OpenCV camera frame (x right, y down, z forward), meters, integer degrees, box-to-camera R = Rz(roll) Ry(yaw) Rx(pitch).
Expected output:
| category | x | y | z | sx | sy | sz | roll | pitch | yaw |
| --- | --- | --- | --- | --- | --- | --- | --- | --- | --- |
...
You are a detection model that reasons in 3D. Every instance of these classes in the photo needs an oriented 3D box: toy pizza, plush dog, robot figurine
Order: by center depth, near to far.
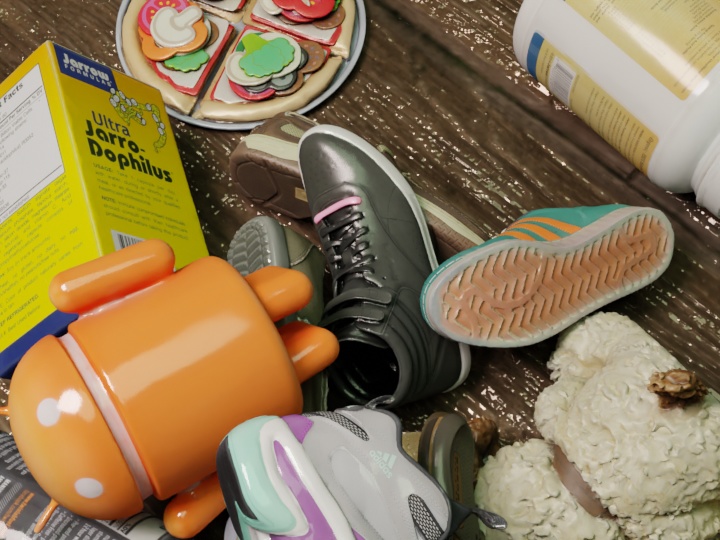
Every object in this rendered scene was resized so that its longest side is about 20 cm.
| category | x | y | z | sx | sy | sz | roll | pitch | yaw |
| --- | --- | --- | --- | --- | --- | --- | --- | --- | --- |
| robot figurine | -0.112 | 0.068 | 0.714 | 0.200 | 0.144 | 0.117 | -27 | 51 | -17 |
| plush dog | 0.148 | 0.132 | 0.761 | 0.172 | 0.160 | 0.200 | -44 | 69 | 6 |
| toy pizza | -0.095 | -0.200 | 0.984 | 0.200 | 0.032 | 0.201 | 0 | 63 | 1 |

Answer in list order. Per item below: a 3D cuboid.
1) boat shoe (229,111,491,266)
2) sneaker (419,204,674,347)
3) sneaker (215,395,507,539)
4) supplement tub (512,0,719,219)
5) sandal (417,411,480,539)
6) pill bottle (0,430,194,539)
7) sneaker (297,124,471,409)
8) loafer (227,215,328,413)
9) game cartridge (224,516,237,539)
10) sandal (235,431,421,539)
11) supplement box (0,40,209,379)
| category | x | y | z | sx | sy | sz | roll | pitch | yaw |
| --- | --- | --- | --- | --- | --- | --- | --- | --- | --- |
| boat shoe | 0.010 | -0.061 | 0.890 | 0.202 | 0.075 | 0.075 | 27 | 53 | 9 |
| sneaker | 0.114 | 0.001 | 0.837 | 0.200 | 0.080 | 0.072 | -16 | 104 | -29 |
| sneaker | 0.016 | 0.162 | 0.645 | 0.140 | 0.078 | 0.200 | -13 | 86 | -19 |
| supplement tub | 0.224 | -0.147 | 0.889 | 0.145 | 0.145 | 0.200 | -38 | 69 | -17 |
| sandal | 0.069 | 0.180 | 0.714 | 0.054 | 0.082 | 0.200 | -7 | 69 | 16 |
| pill bottle | -0.166 | 0.186 | 0.746 | 0.200 | 0.106 | 0.106 | 26 | 66 | 13 |
| sneaker | 0.000 | 0.000 | 0.804 | 0.071 | 0.099 | 0.200 | -25 | 91 | 31 |
| loafer | -0.041 | 0.062 | 0.822 | 0.070 | 0.075 | 0.200 | 7 | 73 | -38 |
| game cartridge | -0.007 | 0.225 | 0.721 | 0.133 | 0.041 | 0.200 | 9 | 51 | -46 |
| sandal | 0.007 | 0.138 | 0.726 | 0.078 | 0.070 | 0.212 | 54 | 37 | 6 |
| supplement box | -0.185 | -0.032 | 0.835 | 0.109 | 0.109 | 0.200 | -33 | 61 | 26 |
